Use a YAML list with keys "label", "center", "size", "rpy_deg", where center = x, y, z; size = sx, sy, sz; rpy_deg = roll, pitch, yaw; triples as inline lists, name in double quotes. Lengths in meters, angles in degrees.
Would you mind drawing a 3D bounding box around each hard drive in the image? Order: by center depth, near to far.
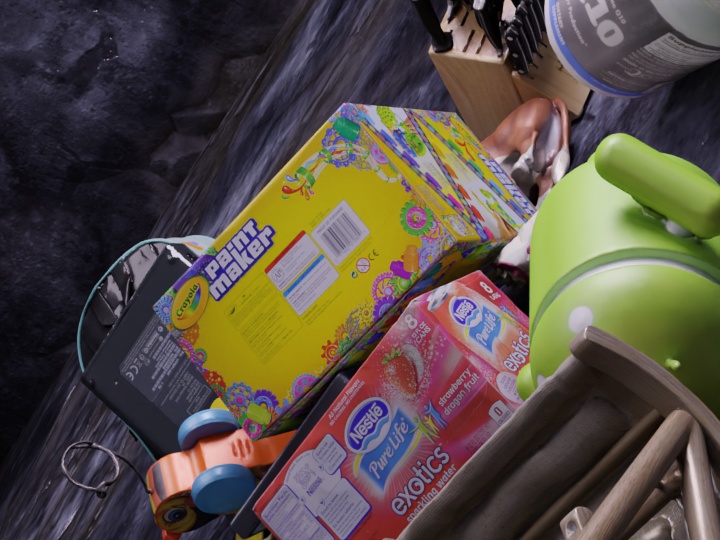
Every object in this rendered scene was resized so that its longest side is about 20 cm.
- label: "hard drive"
  center: [-0.111, 0.094, 1.466]
  size: [0.140, 0.200, 0.033]
  rpy_deg: [-55, -19, 14]

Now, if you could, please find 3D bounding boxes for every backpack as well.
- label: "backpack"
  center: [-0.131, 0.068, 1.572]
  size: [0.176, 0.200, 0.153]
  rpy_deg: [-53, -10, 23]

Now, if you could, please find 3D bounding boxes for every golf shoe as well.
- label: "golf shoe"
  center: [0.145, -0.025, 1.171]
  size: [0.092, 0.075, 0.200]
  rpy_deg: [-59, 13, -9]

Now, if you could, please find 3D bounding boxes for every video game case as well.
- label: "video game case"
  center: [0.002, 0.111, 1.313]
  size: [0.143, 0.019, 0.200]
  rpy_deg: [-55, -18, 24]

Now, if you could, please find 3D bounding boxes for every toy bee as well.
- label: "toy bee"
  center: [-0.116, 0.152, 1.389]
  size: [0.109, 0.198, 0.132]
  rpy_deg: [103, 176, -49]

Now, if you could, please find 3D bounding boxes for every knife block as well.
- label: "knife block"
  center: [0.092, -0.175, 1.466]
  size: [0.064, 0.175, 0.200]
  rpy_deg: [-64, 13, -21]

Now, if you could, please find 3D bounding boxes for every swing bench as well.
- label: "swing bench"
  center: [0.085, 0.171, 0.860]
  size: [0.199, 0.129, 0.201]
  rpy_deg: [-51, 10, 38]

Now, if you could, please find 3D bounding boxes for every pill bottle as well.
- label: "pill bottle"
  center: [0.206, -0.186, 1.188]
  size: [0.114, 0.113, 0.200]
  rpy_deg: [-64, 13, -17]

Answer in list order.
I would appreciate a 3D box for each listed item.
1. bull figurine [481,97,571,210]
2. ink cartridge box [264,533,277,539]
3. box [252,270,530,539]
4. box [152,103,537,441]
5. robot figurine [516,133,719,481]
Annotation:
- label: "bull figurine"
  center: [0.093, -0.046, 1.432]
  size: [0.200, 0.065, 0.122]
  rpy_deg: [-54, 16, 31]
- label: "ink cartridge box"
  center: [-0.051, 0.193, 1.519]
  size: [0.200, 0.047, 0.199]
  rpy_deg: [-32, 31, 61]
- label: "box"
  center: [0.035, 0.109, 1.173]
  size: [0.200, 0.100, 0.095]
  rpy_deg: [-54, -16, 30]
- label: "box"
  center: [0.000, 0.000, 1.290]
  size: [0.200, 0.122, 0.192]
  rpy_deg: [-45, -16, 20]
- label: "robot figurine"
  center: [0.145, 0.017, 0.974]
  size: [0.201, 0.115, 0.176]
  rpy_deg: [-82, 8, -54]
